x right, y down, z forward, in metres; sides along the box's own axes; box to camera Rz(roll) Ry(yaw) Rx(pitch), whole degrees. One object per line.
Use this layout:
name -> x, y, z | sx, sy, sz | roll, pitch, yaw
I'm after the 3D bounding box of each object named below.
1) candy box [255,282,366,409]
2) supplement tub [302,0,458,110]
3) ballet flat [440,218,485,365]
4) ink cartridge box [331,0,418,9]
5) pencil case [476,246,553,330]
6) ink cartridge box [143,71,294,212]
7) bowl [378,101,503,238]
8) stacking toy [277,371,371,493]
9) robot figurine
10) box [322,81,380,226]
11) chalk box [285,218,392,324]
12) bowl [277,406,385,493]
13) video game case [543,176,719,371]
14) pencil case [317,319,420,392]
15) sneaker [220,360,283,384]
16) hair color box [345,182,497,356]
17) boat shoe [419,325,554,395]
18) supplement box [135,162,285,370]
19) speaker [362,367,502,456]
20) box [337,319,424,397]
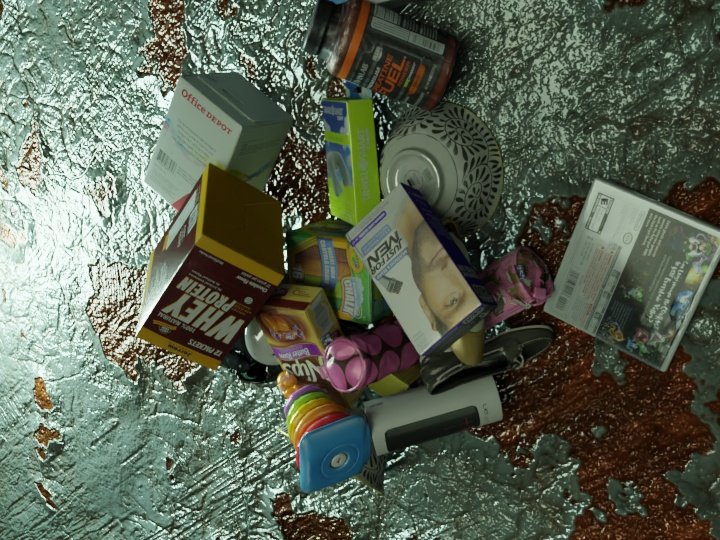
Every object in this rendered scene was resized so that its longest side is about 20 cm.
candy box -> -0.078, 0.115, 1.229 | 0.115, 0.057, 0.202 | 5, 133, 38
supplement tub -> 0.025, -0.296, 1.083 | 0.197, 0.108, 0.108 | 18, 118, -10
ballet flat -> 0.130, 0.025, 1.085 | 0.063, 0.068, 0.203 | -38, 66, 53
ink cartridge box -> 0.016, -0.464, 1.104 | 0.143, 0.083, 0.204 | -5, 101, 34
pencil case -> 0.175, 0.045, 1.149 | 0.199, 0.086, 0.083 | -35, 92, 38
ink cartridge box -> -0.229, -0.196, 1.306 | 0.145, 0.144, 0.202 | 40, 122, 16
bowl -> 0.094, -0.132, 1.145 | 0.198, 0.094, 0.205 | 11, 111, 30
stacking toy -> -0.074, 0.216, 1.195 | 0.200, 0.108, 0.118 | 46, 144, 47
robot figurine -> -0.174, 0.082, 1.354 | 0.198, 0.123, 0.153 | 20, 111, 44
box -> -0.014, -0.176, 1.197 | 0.122, 0.047, 0.204 | -149, 52, -67
chalk box -> 0.000, 0.000, 1.226 | 0.197, 0.123, 0.127 | 8, 108, 32
bowl -> -0.028, 0.269, 1.311 | 0.199, 0.201, 0.095 | 26, 77, 24
video game case -> 0.355, 0.005, 1.058 | 0.180, 0.023, 0.203 | 28, 117, 24
pencil case -> 0.031, 0.118, 1.197 | 0.093, 0.198, 0.092 | -34, 74, 40
sneaker -> -0.203, 0.157, 1.435 | 0.197, 0.079, 0.077 | 4, 106, 34
hair color box -> 0.077, -0.001, 1.058 | 0.109, 0.064, 0.201 | -41, 67, 20
boat shoe -> 0.181, 0.131, 1.143 | 0.196, 0.067, 0.058 | -15, 52, 8
supplement box -> -0.220, -0.006, 1.199 | 0.131, 0.199, 0.201 | 27, 118, -24
speaker -> 0.106, 0.206, 1.185 | 0.196, 0.081, 0.083 | -15, 98, -3
box -> 0.016, 0.143, 1.290 | 0.198, 0.075, 0.051 | 31, 121, 21
